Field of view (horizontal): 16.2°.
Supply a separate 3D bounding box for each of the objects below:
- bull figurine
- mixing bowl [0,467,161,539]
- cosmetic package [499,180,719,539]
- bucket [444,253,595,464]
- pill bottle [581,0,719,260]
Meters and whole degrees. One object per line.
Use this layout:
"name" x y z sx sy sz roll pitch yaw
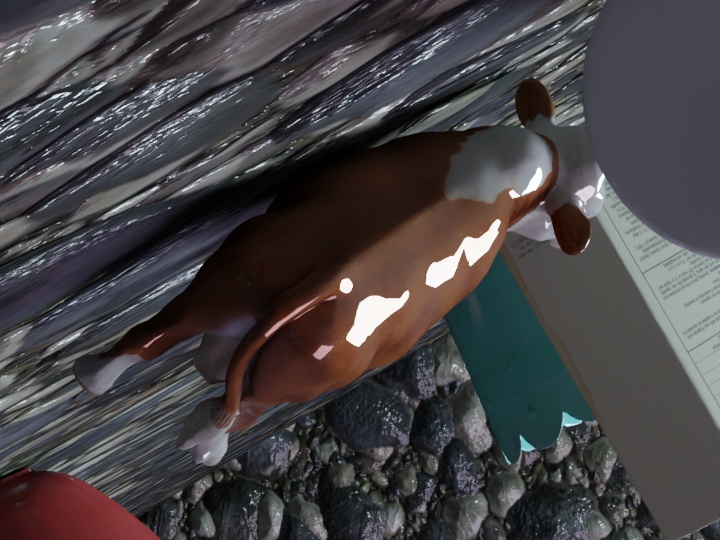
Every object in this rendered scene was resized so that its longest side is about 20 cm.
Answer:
"bull figurine" 0.000 0.000 0.811 0.121 0.065 0.200 -36 173 33
"mixing bowl" -0.191 0.176 1.349 0.199 0.109 0.200 -30 177 -2
"cosmetic package" 0.156 0.024 1.287 0.103 0.201 0.073 -25 175 -44
"bucket" 0.146 0.012 1.544 0.206 0.135 0.207 -29 176 -2
"pill bottle" 0.136 -0.061 0.702 0.113 0.113 0.200 -32 176 28
